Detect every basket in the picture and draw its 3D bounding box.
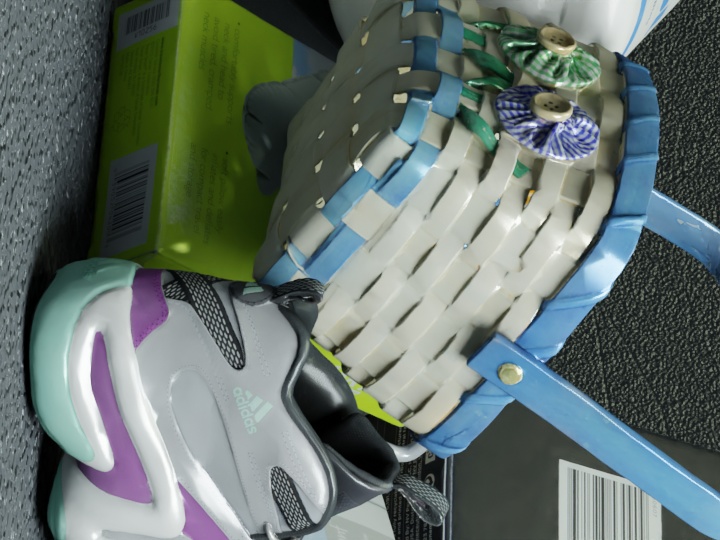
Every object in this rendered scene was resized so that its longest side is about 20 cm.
[{"bbox_3d":[0.068,-0.003,0.972,0.139,0.200,0.176,-45,-159,27],"label":"basket"}]

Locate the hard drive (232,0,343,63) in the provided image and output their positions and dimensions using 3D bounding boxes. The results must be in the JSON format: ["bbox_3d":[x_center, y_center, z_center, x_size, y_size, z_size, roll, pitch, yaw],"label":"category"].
[{"bbox_3d":[-0.018,-0.140,1.155,0.200,0.042,0.135,41,39,-36],"label":"hard drive"}]

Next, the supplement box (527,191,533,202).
[{"bbox_3d":[0.024,-0.072,1.484,0.200,0.073,0.126,140,-55,-65],"label":"supplement box"}]

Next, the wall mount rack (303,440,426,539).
[{"bbox_3d":[-0.014,0.079,1.104,0.075,0.174,0.200,-45,-141,25],"label":"wall mount rack"}]

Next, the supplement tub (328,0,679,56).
[{"bbox_3d":[0.075,-0.144,1.114,0.200,0.132,0.132,-45,138,-62],"label":"supplement tub"}]

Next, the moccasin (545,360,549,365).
[{"bbox_3d":[0.000,0.000,1.194,0.080,0.200,0.068,5,104,-55],"label":"moccasin"}]

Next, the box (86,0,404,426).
[{"bbox_3d":[-0.018,-0.019,1.054,0.200,0.048,0.122,27,56,-40],"label":"box"}]

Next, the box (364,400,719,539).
[{"bbox_3d":[0.071,0.159,1.416,0.197,0.200,0.124,-32,-132,49],"label":"box"}]

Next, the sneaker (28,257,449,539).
[{"bbox_3d":[-0.038,0.092,0.925,0.078,0.140,0.200,-77,166,-60],"label":"sneaker"}]
